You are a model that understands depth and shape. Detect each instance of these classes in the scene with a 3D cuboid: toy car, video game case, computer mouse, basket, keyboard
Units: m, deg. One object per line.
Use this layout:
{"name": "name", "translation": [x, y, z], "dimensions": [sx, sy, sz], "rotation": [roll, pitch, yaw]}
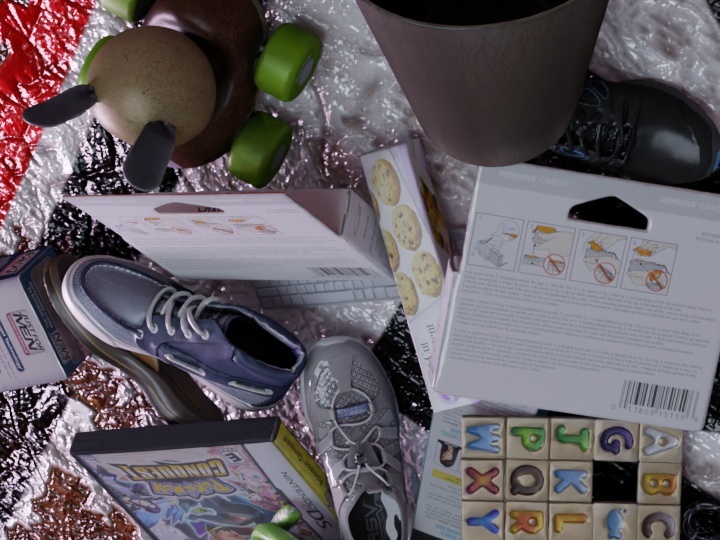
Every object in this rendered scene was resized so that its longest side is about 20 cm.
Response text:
{"name": "toy car", "translation": [-0.150, -0.119, 1.525], "dimensions": [0.164, 0.200, 0.158], "rotation": [27, 126, 10]}
{"name": "video game case", "translation": [-0.112, 0.186, 1.746], "dimensions": [0.199, 0.026, 0.181], "rotation": [-7, 140, 29]}
{"name": "computer mouse", "translation": [0.212, 0.206, 1.615], "dimensions": [0.199, 0.034, 0.059], "rotation": [-4, 114, 13]}
{"name": "basket", "translation": [0.080, -0.160, 1.340], "dimensions": [0.179, 0.137, 0.200], "rotation": [-7, 155, 3]}
{"name": "keyboard", "translation": [0.000, 0.000, 1.639], "dimensions": [0.199, 0.011, 0.057], "rotation": [-5, 115, 29]}

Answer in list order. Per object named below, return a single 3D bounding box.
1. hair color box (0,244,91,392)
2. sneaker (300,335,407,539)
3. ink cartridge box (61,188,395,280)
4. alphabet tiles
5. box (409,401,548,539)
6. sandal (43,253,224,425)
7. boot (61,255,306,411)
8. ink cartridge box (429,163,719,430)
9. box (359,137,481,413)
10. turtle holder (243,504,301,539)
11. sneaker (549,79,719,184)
{"name": "hair color box", "translation": [-0.330, 0.052, 1.799], "dimensions": [0.199, 0.061, 0.100], "rotation": [-12, 112, 31]}
{"name": "sneaker", "translation": [0.007, 0.148, 1.656], "dimensions": [0.074, 0.082, 0.201], "rotation": [-17, 103, -6]}
{"name": "ink cartridge box", "translation": [-0.093, -0.040, 1.572], "dimensions": [0.199, 0.044, 0.173], "rotation": [0, 158, 29]}
{"name": "alphabet tiles", "translation": [0.159, 0.206, 1.604], "dimensions": [0.166, 0.008, 0.201], "rotation": [1, 105, 4]}
{"name": "box", "translation": [0.096, 0.143, 1.650], "dimensions": [0.082, 0.049, 0.201], "rotation": [19, 124, 15]}
{"name": "sandal", "translation": [-0.175, 0.056, 1.719], "dimensions": [0.055, 0.082, 0.200], "rotation": [-41, 95, 20]}
{"name": "boot", "translation": [-0.135, 0.036, 1.655], "dimensions": [0.199, 0.073, 0.090], "rotation": [27, 154, -7]}
{"name": "ink cartridge box", "translation": [0.160, 0.014, 1.499], "dimensions": [0.199, 0.044, 0.175], "rotation": [9, 105, -5]}
{"name": "box", "translation": [0.049, 0.003, 1.562], "dimensions": [0.041, 0.039, 0.201], "rotation": [-14, 94, 21]}
{"name": "turtle holder", "translation": [-0.073, 0.271, 1.691], "dimensions": [0.185, 0.132, 0.141], "rotation": [41, 161, 23]}
{"name": "sneaker", "translation": [0.150, -0.100, 1.464], "dimensions": [0.199, 0.082, 0.074], "rotation": [20, 122, 13]}
